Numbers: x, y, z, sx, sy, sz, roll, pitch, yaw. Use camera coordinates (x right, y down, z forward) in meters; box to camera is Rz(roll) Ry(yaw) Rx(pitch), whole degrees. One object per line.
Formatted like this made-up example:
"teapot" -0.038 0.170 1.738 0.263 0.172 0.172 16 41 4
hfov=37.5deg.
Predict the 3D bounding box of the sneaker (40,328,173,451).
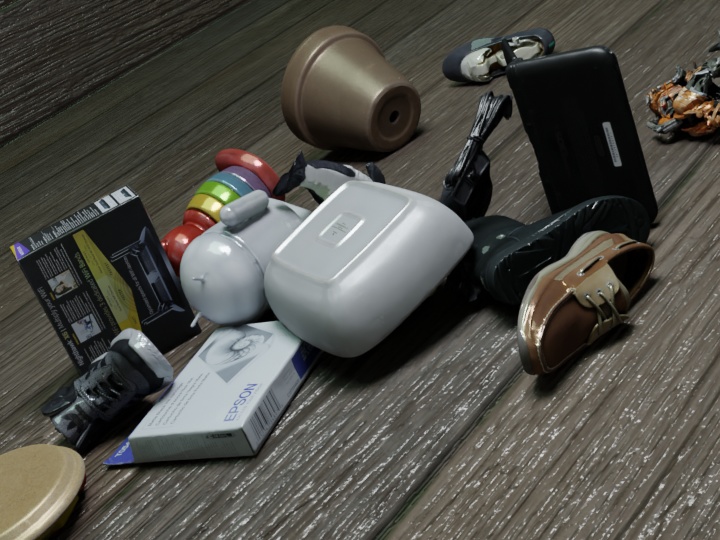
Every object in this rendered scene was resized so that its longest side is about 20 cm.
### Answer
"sneaker" -0.274 0.134 1.140 0.114 0.076 0.200 -46 8 -30

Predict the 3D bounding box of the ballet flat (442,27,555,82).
"ballet flat" 0.227 -0.355 1.771 0.198 0.074 0.073 -12 25 19

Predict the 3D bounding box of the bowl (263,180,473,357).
"bowl" -0.004 -0.017 1.106 0.200 0.075 0.199 -44 34 -15

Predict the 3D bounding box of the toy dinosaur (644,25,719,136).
"toy dinosaur" 0.414 -0.199 1.259 0.135 0.102 0.200 -38 41 3

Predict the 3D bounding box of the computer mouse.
"computer mouse" 0.126 -0.122 1.189 0.046 0.200 0.142 25 80 16

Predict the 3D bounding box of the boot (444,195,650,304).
"boot" 0.180 -0.029 1.109 0.196 0.074 0.162 -25 15 -12

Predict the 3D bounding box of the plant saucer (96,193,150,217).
"plant saucer" -0.317 0.001 1.364 0.036 0.202 0.201 20 41 19

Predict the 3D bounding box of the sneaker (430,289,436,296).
"sneaker" 0.000 0.000 1.202 0.083 0.075 0.199 -31 24 -28

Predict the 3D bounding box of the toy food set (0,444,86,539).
"toy food set" -0.360 0.245 1.045 0.198 0.049 0.199 -16 24 16

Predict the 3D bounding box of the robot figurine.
"robot figurine" -0.132 -0.011 1.242 0.112 0.171 0.200 16 37 30

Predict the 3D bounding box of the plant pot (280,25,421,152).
"plant pot" 0.000 -0.266 1.678 0.199 0.202 0.174 -34 44 -24

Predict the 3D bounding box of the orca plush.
"orca plush" -0.035 -0.084 1.301 0.071 0.107 0.199 3 -2 44

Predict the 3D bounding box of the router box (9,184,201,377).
"router box" -0.301 0.024 1.271 0.156 0.202 0.052 -30 31 -17

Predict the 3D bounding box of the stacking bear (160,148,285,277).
"stacking bear" -0.207 -0.069 1.519 0.113 0.122 0.200 -5 38 51

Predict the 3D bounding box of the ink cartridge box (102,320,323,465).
"ink cartridge box" -0.155 0.125 1.122 0.198 0.041 0.200 -11 26 28

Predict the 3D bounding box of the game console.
"game console" 0.234 -0.155 1.152 0.174 0.202 0.116 -4 30 38

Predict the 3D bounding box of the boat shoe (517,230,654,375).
"boat shoe" 0.206 0.023 0.959 0.071 0.076 0.200 1 34 40
